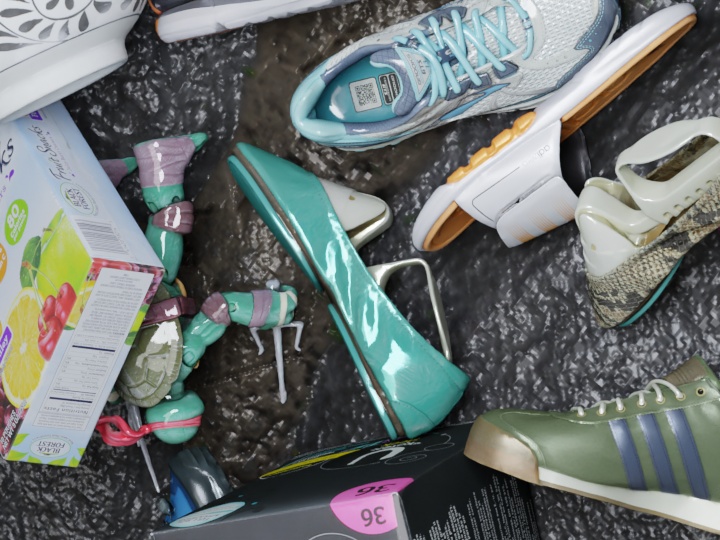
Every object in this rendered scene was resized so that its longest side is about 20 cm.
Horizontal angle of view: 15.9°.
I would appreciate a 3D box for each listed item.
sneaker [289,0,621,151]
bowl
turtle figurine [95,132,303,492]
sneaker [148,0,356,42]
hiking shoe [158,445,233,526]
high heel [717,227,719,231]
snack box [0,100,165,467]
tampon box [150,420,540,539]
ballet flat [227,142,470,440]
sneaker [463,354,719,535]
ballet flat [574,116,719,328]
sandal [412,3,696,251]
[{"bbox_3d":[0.051,-0.112,1.433,0.200,0.086,0.078,-24,90,23],"label":"sneaker"},{"bbox_3d":[-0.189,-0.142,1.455,0.200,0.201,0.094,-26,93,23],"label":"bowl"},{"bbox_3d":[-0.113,0.027,1.518,0.149,0.101,0.201,-13,87,23],"label":"turtle figurine"},{"bbox_3d":[-0.042,-0.201,1.461,0.199,0.078,0.112,-11,95,23],"label":"sneaker"},{"bbox_3d":[-0.109,0.201,1.518,0.086,0.074,0.201,-7,110,-17],"label":"hiking shoe"},{"bbox_3d":[0.254,0.037,1.395,0.096,0.067,0.201,-15,88,34],"label":"high heel"},{"bbox_3d":[-0.193,-0.003,1.499,0.142,0.053,0.200,-63,38,25],"label":"snack box"},{"bbox_3d":[0.002,0.170,1.433,0.150,0.200,0.127,-12,93,22],"label":"tampon box"},{"bbox_3d":[0.000,0.000,1.487,0.070,0.067,0.200,-31,79,-5],"label":"ballet flat"},{"bbox_3d":[0.162,0.086,1.409,0.200,0.067,0.090,16,94,-8],"label":"sneaker"},{"bbox_3d":[0.162,-0.039,1.377,0.075,0.068,0.200,22,141,-22],"label":"ballet flat"},{"bbox_3d":[0.115,-0.063,1.419,0.207,0.079,0.059,-41,80,20],"label":"sandal"}]
